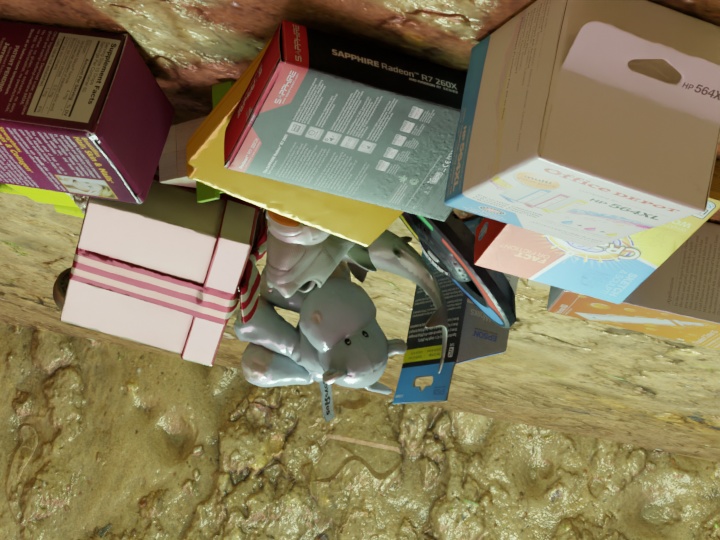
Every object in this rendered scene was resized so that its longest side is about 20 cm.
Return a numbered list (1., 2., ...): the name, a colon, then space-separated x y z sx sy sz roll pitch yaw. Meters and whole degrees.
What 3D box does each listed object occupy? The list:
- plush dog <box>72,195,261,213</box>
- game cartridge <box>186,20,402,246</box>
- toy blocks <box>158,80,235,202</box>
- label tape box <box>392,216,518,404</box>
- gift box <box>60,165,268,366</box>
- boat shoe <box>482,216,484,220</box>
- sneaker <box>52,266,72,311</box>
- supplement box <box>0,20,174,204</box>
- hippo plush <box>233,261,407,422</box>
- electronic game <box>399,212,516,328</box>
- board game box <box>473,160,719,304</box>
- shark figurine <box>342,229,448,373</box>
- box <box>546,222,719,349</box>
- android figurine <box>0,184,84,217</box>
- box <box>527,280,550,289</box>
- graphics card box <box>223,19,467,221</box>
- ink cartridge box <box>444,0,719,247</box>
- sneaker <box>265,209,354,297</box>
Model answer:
1. plush dog: -0.203 -0.058 1.681 0.199 0.162 0.171 20 141 -39
2. game cartridge: -0.025 -0.108 1.256 0.198 0.033 0.176 21 134 -30
3. toy blocks: -0.086 -0.110 1.401 0.198 0.101 0.136 -9 171 40
4. label tape box: 0.108 0.053 1.675 0.063 0.203 0.144 15 169 -20
5. gift box: -0.186 -0.025 1.534 0.184 0.186 0.201 15 132 -7
6. boat shoe: 0.155 -0.042 1.496 0.073 0.069 0.199 12 169 0
7. sneaker: -0.239 0.047 1.632 0.198 0.068 0.090 2 145 -28
8. supplement box: -0.285 -0.143 1.343 0.197 0.104 0.131 9 157 17
9. hippo plush: -0.045 0.084 1.652 0.158 0.202 0.161 -23 -169 -14
10. electronic game: 0.086 -0.022 1.514 0.200 0.042 0.200 50 176 4
11. board game box: 0.204 -0.048 1.328 0.151 0.041 0.200 15 150 -12
12. shark figurine: 0.021 0.001 1.571 0.213 0.128 0.090 32 141 8
13. box: 0.295 0.005 1.500 0.197 0.099 0.124 12 169 1
14. android figurine: -0.368 -0.105 1.844 0.197 0.042 0.182 10 169 19
15. box: 0.277 0.005 1.717 0.161 0.022 0.200 12 170 1
16. graphics card box: 0.005 -0.113 1.188 0.198 0.051 0.126 13 137 -21
17. ink cartridge box: 0.156 -0.104 1.037 0.127 0.127 0.200 15 169 -14
18. sneaker: -0.040 -0.030 1.478 0.075 0.093 0.199 22 -159 23
